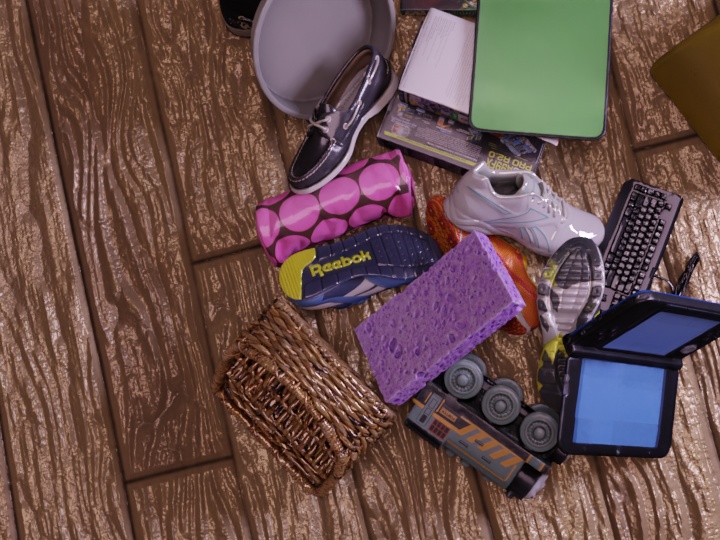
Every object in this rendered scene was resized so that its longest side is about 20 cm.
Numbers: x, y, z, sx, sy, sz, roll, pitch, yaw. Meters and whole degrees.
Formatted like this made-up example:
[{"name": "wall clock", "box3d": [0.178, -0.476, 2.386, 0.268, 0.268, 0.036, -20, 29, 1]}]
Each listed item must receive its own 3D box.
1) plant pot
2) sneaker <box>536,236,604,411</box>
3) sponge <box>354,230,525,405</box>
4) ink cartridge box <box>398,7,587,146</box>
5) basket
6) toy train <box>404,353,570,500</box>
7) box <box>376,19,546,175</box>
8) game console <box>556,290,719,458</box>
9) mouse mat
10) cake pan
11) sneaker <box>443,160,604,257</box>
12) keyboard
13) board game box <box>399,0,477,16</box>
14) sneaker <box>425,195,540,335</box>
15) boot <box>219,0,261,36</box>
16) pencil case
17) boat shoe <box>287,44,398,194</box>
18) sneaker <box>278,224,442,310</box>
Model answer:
[{"name": "plant pot", "box3d": [0.484, -0.237, 1.215, 0.199, 0.176, 0.201, -35, 82, 0]}, {"name": "sneaker", "box3d": [0.243, 0.060, 1.238, 0.074, 0.085, 0.201, 10, 96, 19]}, {"name": "sponge", "box3d": [0.088, 0.055, 1.226, 0.200, 0.030, 0.112, -41, 51, 23]}, {"name": "ink cartridge box", "box3d": [0.155, -0.224, 1.264, 0.199, 0.050, 0.110, 22, 83, 7]}, {"name": "basket", "box3d": [-0.075, 0.153, 1.234, 0.149, 0.143, 0.200, -44, 81, -2]}, {"name": "toy train", "box3d": [0.147, 0.180, 1.246, 0.199, 0.085, 0.114, 35, 99, 7]}, {"name": "box", "box3d": [0.139, -0.199, 1.309, 0.199, 0.044, 0.161, 20, 86, 8]}, {"name": "game console", "box3d": [0.323, 0.119, 1.168, 0.171, 0.199, 0.119, -40, 54, 41]}, {"name": "mouse mat", "box3d": [0.210, -0.252, 1.234, 0.160, 0.008, 0.201, 5, 82, 3]}, {"name": "cake pan", "box3d": [-0.049, -0.282, 1.278, 0.200, 0.200, 0.037, -49, 45, -2]}, {"name": "sneaker", "box3d": [0.202, -0.070, 1.245, 0.199, 0.080, 0.071, 13, 47, -13]}, {"name": "keyboard", "box3d": [0.342, 0.000, 1.277, 0.126, 0.021, 0.201, 21, 86, 8]}, {"name": "board game box", "box3d": [0.151, -0.373, 1.341, 0.199, 0.023, 0.106, 3, 81, 6]}, {"name": "sneaker", "box3d": [0.152, -0.012, 1.282, 0.077, 0.073, 0.200, -35, 82, -25]}, {"name": "boot", "box3d": [-0.084, -0.348, 1.292, 0.202, 0.154, 0.074, -10, 81, 5]}, {"name": "pencil case", "box3d": [-0.028, -0.072, 1.289, 0.199, 0.091, 0.094, -20, 121, 2]}, {"name": "boat shoe", "box3d": [-0.029, -0.181, 1.267, 0.074, 0.060, 0.200, 26, 73, 42]}, {"name": "sneaker", "box3d": [0.000, 0.000, 1.285, 0.199, 0.082, 0.074, -11, 67, -6]}]
